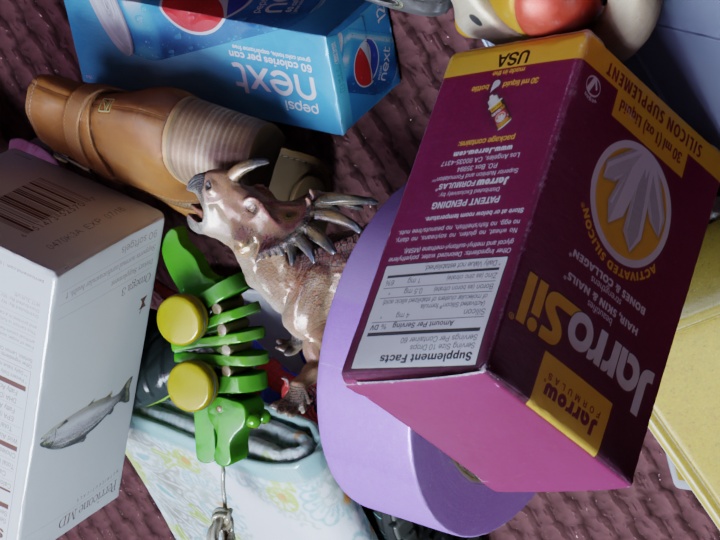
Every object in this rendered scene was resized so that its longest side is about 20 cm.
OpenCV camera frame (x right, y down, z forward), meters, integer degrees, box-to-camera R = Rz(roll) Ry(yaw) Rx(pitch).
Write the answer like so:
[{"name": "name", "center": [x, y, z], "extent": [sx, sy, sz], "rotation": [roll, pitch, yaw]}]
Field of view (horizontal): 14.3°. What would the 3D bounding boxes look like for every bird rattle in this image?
[{"name": "bird rattle", "center": [0.101, -0.172, 1.471], "extent": [0.199, 0.113, 0.163], "rotation": [9, 141, 21]}]

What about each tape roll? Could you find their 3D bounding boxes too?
[{"name": "tape roll", "center": [0.058, 0.046, 1.624], "extent": [0.065, 0.200, 0.201], "rotation": [15, 131, 32]}]

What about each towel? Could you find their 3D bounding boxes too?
[{"name": "towel", "center": [-0.069, 0.142, 1.826], "extent": [0.199, 0.048, 0.172], "rotation": [18, 149, 40]}]

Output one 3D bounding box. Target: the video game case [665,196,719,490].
[{"name": "video game case", "center": [0.236, 0.049, 1.611], "extent": [0.181, 0.023, 0.201], "rotation": [7, 127, 37]}]

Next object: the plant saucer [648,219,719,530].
[{"name": "plant saucer", "center": [0.226, 0.070, 1.583], "extent": [0.200, 0.048, 0.200], "rotation": [-24, 104, 49]}]

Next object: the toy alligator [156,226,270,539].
[{"name": "toy alligator", "center": [-0.077, 0.071, 1.703], "extent": [0.054, 0.059, 0.201], "rotation": [-7, 94, 27]}]

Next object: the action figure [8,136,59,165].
[{"name": "action figure", "center": [-0.249, -0.054, 1.862], "extent": [0.200, 0.149, 0.134], "rotation": [37, 135, 32]}]

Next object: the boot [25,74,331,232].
[{"name": "boot", "center": [-0.106, -0.059, 1.731], "extent": [0.154, 0.074, 0.200], "rotation": [15, 158, 21]}]

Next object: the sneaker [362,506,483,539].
[{"name": "sneaker", "center": [0.022, 0.145, 1.814], "extent": [0.079, 0.075, 0.200], "rotation": [30, 151, 31]}]

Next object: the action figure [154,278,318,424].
[{"name": "action figure", "center": [-0.074, 0.044, 1.806], "extent": [0.200, 0.065, 0.099], "rotation": [36, 148, 13]}]

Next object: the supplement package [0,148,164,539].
[{"name": "supplement package", "center": [-0.206, 0.050, 1.708], "extent": [0.117, 0.117, 0.201], "rotation": [23, 119, 21]}]

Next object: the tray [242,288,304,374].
[{"name": "tray", "center": [-0.022, 0.055, 1.838], "extent": [0.199, 0.022, 0.108], "rotation": [4, 123, 39]}]

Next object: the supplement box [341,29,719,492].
[{"name": "supplement box", "center": [0.092, -0.003, 1.482], "extent": [0.103, 0.201, 0.131], "rotation": [-5, 148, 44]}]

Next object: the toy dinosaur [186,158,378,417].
[{"name": "toy dinosaur", "center": [0.000, 0.000, 1.653], "extent": [0.086, 0.199, 0.136], "rotation": [44, 130, 48]}]

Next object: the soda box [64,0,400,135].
[{"name": "soda box", "center": [-0.078, -0.139, 1.698], "extent": [0.199, 0.064, 0.068], "rotation": [13, 129, 33]}]

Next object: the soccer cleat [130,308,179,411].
[{"name": "soccer cleat", "center": [-0.182, 0.039, 1.795], "extent": [0.199, 0.068, 0.081], "rotation": [11, 156, 44]}]

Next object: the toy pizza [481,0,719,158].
[{"name": "toy pizza", "center": [0.143, -0.143, 1.530], "extent": [0.199, 0.032, 0.201], "rotation": [24, 136, 26]}]

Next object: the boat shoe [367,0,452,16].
[{"name": "boat shoe", "center": [-0.032, -0.191, 1.608], "extent": [0.199, 0.073, 0.065], "rotation": [26, 138, 31]}]
